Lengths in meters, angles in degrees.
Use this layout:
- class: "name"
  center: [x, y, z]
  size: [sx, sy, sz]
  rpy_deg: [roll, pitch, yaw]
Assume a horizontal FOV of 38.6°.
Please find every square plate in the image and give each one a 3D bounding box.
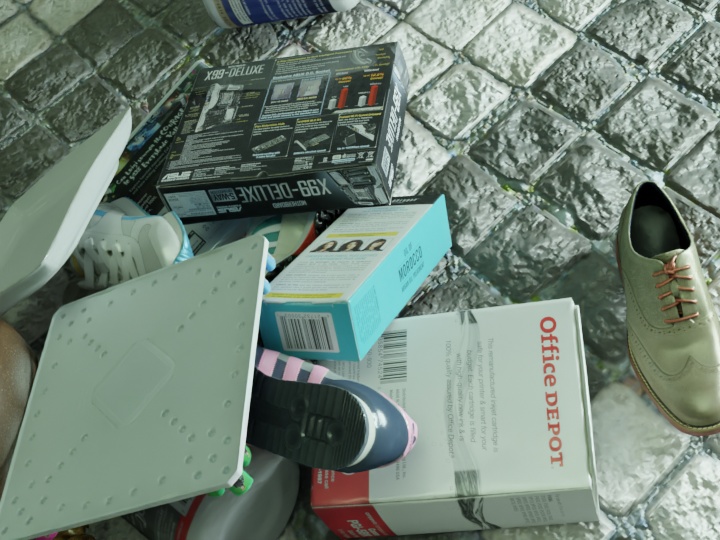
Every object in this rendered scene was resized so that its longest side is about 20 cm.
- class: "square plate"
  center: [-0.276, -0.028, 0.868]
  size: [0.197, 0.028, 0.201]
  rpy_deg: [-29, 32, 34]

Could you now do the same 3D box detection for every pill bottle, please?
- class: "pill bottle"
  center: [-0.153, 0.140, 0.795]
  size: [0.199, 0.114, 0.114]
  rpy_deg: [29, 71, 30]
- class: "pill bottle"
  center: [-0.060, -0.317, 1.054]
  size: [0.198, 0.111, 0.112]
  rpy_deg: [-5, 57, 15]

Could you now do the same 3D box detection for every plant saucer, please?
- class: "plant saucer"
  center: [-0.279, 0.139, 0.809]
  size: [0.036, 0.201, 0.202]
  rpy_deg: [7, 55, -16]

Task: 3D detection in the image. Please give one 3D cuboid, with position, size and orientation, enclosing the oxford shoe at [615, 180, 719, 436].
- class: "oxford shoe"
  center: [0.229, 0.024, 0.770]
  size: [0.070, 0.075, 0.202]
  rpy_deg: [-15, 56, 7]

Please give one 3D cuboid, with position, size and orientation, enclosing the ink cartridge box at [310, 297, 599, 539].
- class: "ink cartridge box"
  center: [0.071, 0.112, 0.760]
  size: [0.198, 0.083, 0.148]
  rpy_deg: [-7, 58, 14]

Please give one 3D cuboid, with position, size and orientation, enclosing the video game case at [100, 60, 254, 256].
- class: "video game case"
  center: [-0.165, -0.087, 0.983]
  size: [0.181, 0.023, 0.200]
  rpy_deg: [38, 84, 32]

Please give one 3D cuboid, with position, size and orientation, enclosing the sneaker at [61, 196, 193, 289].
- class: "sneaker"
  center: [-0.196, -0.010, 0.861]
  size: [0.080, 0.077, 0.199]
  rpy_deg: [-23, 21, -29]

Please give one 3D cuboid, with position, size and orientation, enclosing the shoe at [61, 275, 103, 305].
- class: "shoe"
  center: [-0.195, 0.039, 0.893]
  size: [0.199, 0.053, 0.071]
  rpy_deg: [17, 83, 32]

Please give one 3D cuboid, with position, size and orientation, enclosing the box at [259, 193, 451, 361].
- class: "box"
  center: [0.000, 0.000, 0.808]
  size: [0.082, 0.050, 0.200]
  rpy_deg: [0, 25, 27]

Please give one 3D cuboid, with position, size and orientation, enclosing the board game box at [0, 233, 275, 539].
- class: "board game box"
  center: [-0.152, 0.084, 0.716]
  size: [0.198, 0.026, 0.201]
  rpy_deg: [-18, 46, 22]

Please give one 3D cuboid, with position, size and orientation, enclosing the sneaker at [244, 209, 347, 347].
- class: "sneaker"
  center: [-0.072, -0.005, 0.894]
  size: [0.093, 0.070, 0.201]
  rpy_deg: [-1, 50, 45]

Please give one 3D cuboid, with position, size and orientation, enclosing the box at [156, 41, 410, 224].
- class: "box"
  center: [-0.064, -0.121, 0.897]
  size: [0.198, 0.050, 0.159]
  rpy_deg: [-5, 48, 17]

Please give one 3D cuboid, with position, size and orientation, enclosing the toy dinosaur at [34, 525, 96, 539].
- class: "toy dinosaur"
  center: [-0.216, 0.224, 0.762]
  size: [0.061, 0.106, 0.200]
  rpy_deg: [-62, 24, -2]

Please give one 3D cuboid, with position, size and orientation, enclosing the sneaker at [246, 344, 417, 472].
- class: "sneaker"
  center: [-0.048, 0.096, 0.723]
  size: [0.199, 0.082, 0.071]
  rpy_deg: [20, 92, 42]
